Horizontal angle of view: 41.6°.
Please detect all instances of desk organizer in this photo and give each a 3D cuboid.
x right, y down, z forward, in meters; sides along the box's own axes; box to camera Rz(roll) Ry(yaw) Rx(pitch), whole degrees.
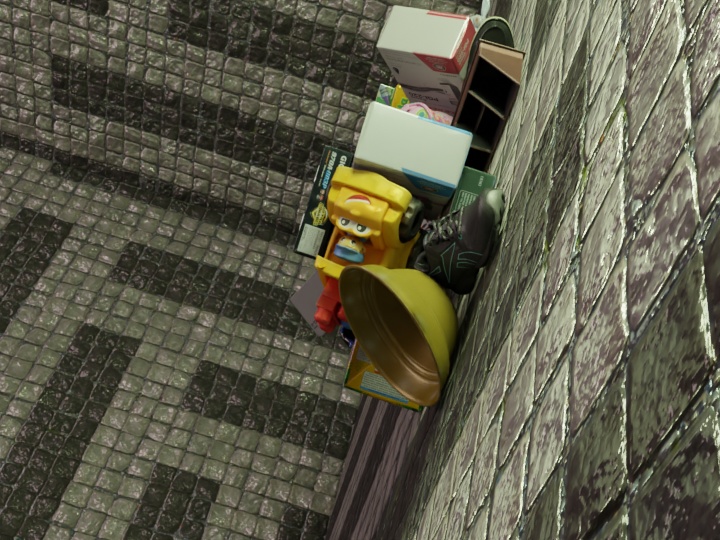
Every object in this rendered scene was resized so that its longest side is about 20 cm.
[{"bbox_3d":[0.179,-0.230,1.404,0.201,0.071,0.078,106,178,-48],"label":"desk organizer"}]

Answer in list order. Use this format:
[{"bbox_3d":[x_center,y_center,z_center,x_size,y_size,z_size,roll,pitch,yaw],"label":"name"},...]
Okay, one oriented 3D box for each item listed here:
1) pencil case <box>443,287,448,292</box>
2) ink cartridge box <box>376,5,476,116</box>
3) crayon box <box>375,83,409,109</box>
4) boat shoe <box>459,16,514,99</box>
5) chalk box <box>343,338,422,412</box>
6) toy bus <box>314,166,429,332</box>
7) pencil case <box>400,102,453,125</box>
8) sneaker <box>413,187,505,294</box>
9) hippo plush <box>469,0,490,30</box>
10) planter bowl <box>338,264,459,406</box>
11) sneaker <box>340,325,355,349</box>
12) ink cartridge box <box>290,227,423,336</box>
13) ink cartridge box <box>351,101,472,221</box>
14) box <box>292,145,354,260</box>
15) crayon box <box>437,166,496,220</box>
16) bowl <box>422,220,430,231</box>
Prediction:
[{"bbox_3d":[0.101,0.028,1.565,0.078,0.089,0.200,-45,-3,-6],"label":"pencil case"},{"bbox_3d":[0.132,-0.338,1.573,0.086,0.144,0.200,-67,-29,-12],"label":"ink cartridge box"},{"bbox_3d":[0.115,-0.266,1.782,0.052,0.198,0.127,-68,-5,-87],"label":"crayon box"},{"bbox_3d":[0.196,-0.290,1.476,0.063,0.073,0.203,-72,-6,-59],"label":"boat shoe"},{"bbox_3d":[0.049,0.123,1.454,0.200,0.123,0.125,-55,-18,-86],"label":"chalk box"},{"bbox_3d":[-0.004,-0.014,1.286,0.193,0.134,0.201,-59,-22,-21],"label":"toy bus"},{"bbox_3d":[0.126,-0.221,1.563,0.199,0.087,0.089,2,-73,-58],"label":"pencil case"},{"bbox_3d":[0.117,-0.034,1.129,0.201,0.078,0.076,109,179,-58],"label":"sneaker"},{"bbox_3d":[0.212,-0.390,1.736,0.199,0.160,0.161,-33,23,0],"label":"hippo plush"},{"bbox_3d":[0.063,0.062,1.180,0.083,0.201,0.201,-32,-19,-23],"label":"planter bowl"},{"bbox_3d":[0.026,0.113,1.639,0.200,0.114,0.081,75,171,-50],"label":"sneaker"},{"bbox_3d":[0.000,0.000,1.529,0.199,0.086,0.148,-37,-4,-34],"label":"ink cartridge box"},{"bbox_3d":[0.063,-0.145,1.322,0.200,0.143,0.086,108,179,-80],"label":"ink cartridge box"},{"bbox_3d":[-0.050,-0.095,1.431,0.200,0.045,0.161,12,-84,-88],"label":"box"},{"bbox_3d":[0.138,-0.060,1.356,0.200,0.051,0.127,111,176,-81],"label":"crayon box"},{"bbox_3d":[0.121,-0.069,1.832,0.201,0.093,0.203,-163,90,-89],"label":"bowl"}]
